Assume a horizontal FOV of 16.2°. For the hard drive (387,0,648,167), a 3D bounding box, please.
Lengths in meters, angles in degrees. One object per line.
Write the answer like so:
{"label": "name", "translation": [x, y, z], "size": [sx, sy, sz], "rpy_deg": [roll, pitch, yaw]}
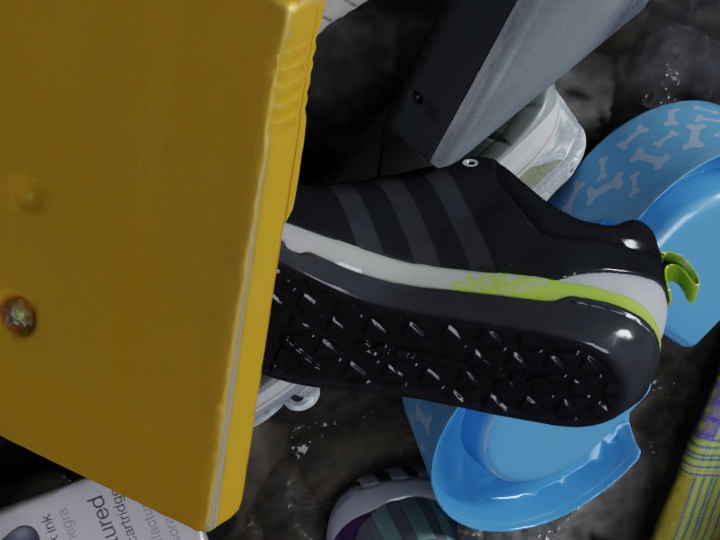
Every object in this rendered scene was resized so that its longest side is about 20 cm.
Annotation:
{"label": "hard drive", "translation": [0.089, -0.135, 0.840], "size": [0.140, 0.033, 0.200], "rpy_deg": [-39, 165, -39]}

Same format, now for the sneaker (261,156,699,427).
{"label": "sneaker", "translation": [0.017, -0.003, 0.890], "size": [0.200, 0.083, 0.072], "rpy_deg": [15, 142, 6]}

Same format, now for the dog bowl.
{"label": "dog bowl", "translation": [0.097, 0.015, 1.001], "size": [0.200, 0.050, 0.111], "rpy_deg": [-47, 138, 12]}

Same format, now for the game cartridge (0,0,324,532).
{"label": "game cartridge", "translation": [-0.104, -0.031, 0.856], "size": [0.032, 0.176, 0.200], "rpy_deg": [-34, 142, -54]}

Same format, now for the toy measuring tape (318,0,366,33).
{"label": "toy measuring tape", "translation": [-0.039, -0.094, 0.875], "size": [0.200, 0.074, 0.074], "rpy_deg": [-34, 127, 20]}

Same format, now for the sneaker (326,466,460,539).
{"label": "sneaker", "translation": [0.020, 0.184, 1.065], "size": [0.074, 0.088, 0.200], "rpy_deg": [-12, 123, -12]}

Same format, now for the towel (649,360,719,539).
{"label": "towel", "translation": [0.207, 0.066, 1.101], "size": [0.143, 0.023, 0.200], "rpy_deg": [4, 117, -21]}

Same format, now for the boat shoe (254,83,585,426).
{"label": "boat shoe", "translation": [0.000, -0.002, 0.957], "size": [0.202, 0.074, 0.065], "rpy_deg": [-43, 142, 0]}

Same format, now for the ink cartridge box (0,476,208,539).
{"label": "ink cartridge box", "translation": [-0.139, 0.169, 0.958], "size": [0.200, 0.084, 0.145], "rpy_deg": [-21, 85, -5]}
